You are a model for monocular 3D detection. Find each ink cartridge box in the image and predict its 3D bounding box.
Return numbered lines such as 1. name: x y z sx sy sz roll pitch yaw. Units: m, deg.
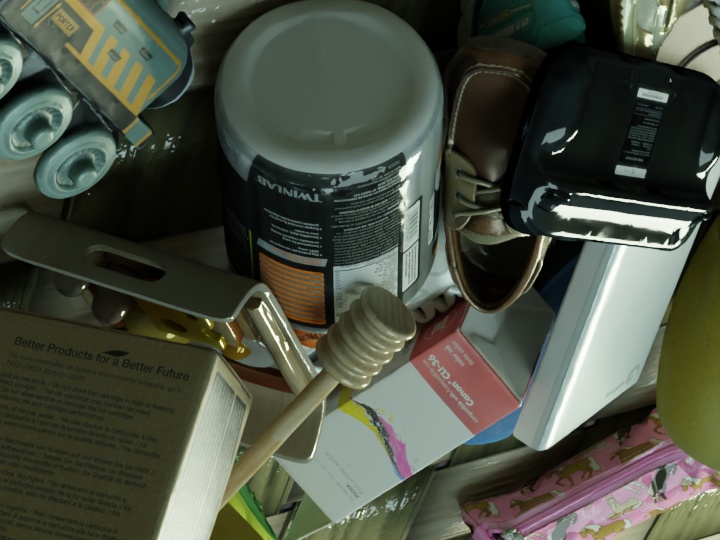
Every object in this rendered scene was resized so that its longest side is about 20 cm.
1. ink cartridge box: 0.017 0.079 1.756 0.200 0.068 0.117 -35 -165 28
2. ink cartridge box: -0.178 0.111 1.523 0.199 0.166 0.075 11 160 23

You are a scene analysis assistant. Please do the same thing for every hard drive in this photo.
1. hard drive: 0.162 0.004 1.711 0.132 0.027 0.201 -31 146 -50

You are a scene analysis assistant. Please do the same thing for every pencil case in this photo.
1. pencil case: 0.176 0.167 2.100 0.199 0.087 0.083 -27 121 -2

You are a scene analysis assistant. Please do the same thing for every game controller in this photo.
1. game controller: 0.142 -0.065 1.542 0.200 0.042 0.105 5 95 -56

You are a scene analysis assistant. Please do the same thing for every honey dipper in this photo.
1. honey dipper: -0.044 0.086 1.560 0.038 0.038 0.200 9 133 -48

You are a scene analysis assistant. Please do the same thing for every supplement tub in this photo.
1. supplement tub: -0.017 -0.047 1.543 0.122 0.123 0.200 -21 151 -13

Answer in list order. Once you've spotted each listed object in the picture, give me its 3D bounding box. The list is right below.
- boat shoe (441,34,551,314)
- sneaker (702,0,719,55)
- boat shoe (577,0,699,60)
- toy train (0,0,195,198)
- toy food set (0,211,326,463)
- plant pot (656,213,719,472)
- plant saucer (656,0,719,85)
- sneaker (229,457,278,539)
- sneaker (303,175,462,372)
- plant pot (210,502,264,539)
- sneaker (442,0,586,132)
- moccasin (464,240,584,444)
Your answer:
1. boat shoe: 0.079 -0.048 1.545 0.075 0.072 0.200 7 145 11
2. sneaker: 0.223 -0.154 1.589 0.080 0.076 0.201 -6 116 -15
3. boat shoe: 0.156 -0.162 1.549 0.066 0.074 0.200 -20 146 -14
4. toy train: -0.149 -0.114 1.369 0.114 0.085 0.200 -40 151 2
5. toy food set: -0.110 0.044 1.585 0.200 0.143 0.061 64 46 -62
6. plant pot: 0.293 0.026 1.891 0.199 0.200 0.143 -20 126 -15
7. plant saucer: 0.205 -0.132 1.689 0.199 0.035 0.201 -22 150 -13
8. sneaker: -0.089 0.153 1.778 0.074 0.084 0.201 -17 119 11
9. sneaker: 0.000 0.000 1.693 0.200 0.075 0.081 -37 139 11
10. plant pot: -0.173 0.193 1.648 0.200 0.177 0.200 -35 169 21
11. sneaker: 0.092 -0.104 1.588 0.077 0.080 0.200 -23 152 -11
12. moccasin: 0.100 0.031 1.830 0.080 0.068 0.200 7 135 -36
